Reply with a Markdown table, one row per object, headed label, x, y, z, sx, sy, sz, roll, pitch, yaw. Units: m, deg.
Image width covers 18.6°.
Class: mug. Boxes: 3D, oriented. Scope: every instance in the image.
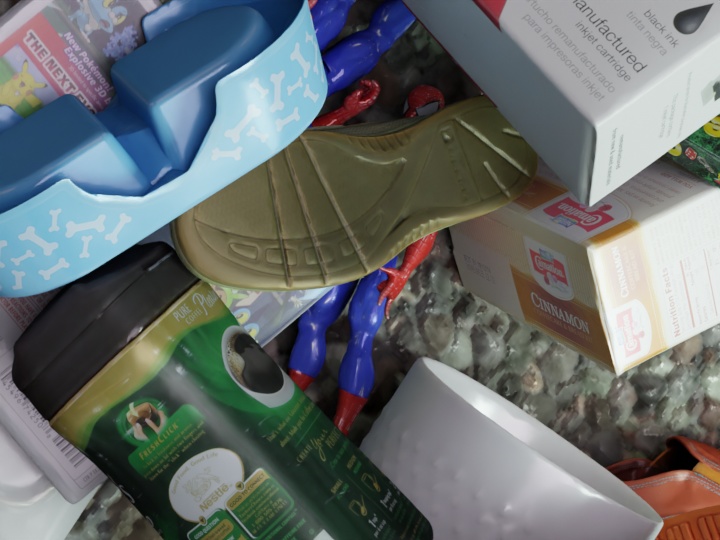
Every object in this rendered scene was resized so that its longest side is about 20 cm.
| label | x | y | z | sx | sy | sz | roll | pitch | yaw |
| --- | --- | --- | --- | --- | --- | --- | --- | --- | --- |
| mug | 0.059 | 0.169 | 1.078 | 0.176 | 0.200 | 0.147 | -57 | 147 | 5 |

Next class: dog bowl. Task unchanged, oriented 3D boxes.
| label | x | y | z | sx | sy | sz | roll | pitch | yaw |
| --- | --- | --- | --- | --- | --- | --- | --- | --- | --- |
| dog bowl | -0.101 | -0.059 | 0.967 | 0.199 | 0.111 | 0.050 | -34 | 119 | -8 |

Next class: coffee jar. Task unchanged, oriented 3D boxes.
| label | x | y | z | sx | sy | sz | roll | pitch | yaw |
| --- | --- | --- | --- | --- | --- | --- | --- | --- | --- |
| coffee jar | -0.063 | 0.080 | 0.979 | 0.085 | 0.104 | 0.200 | -42 | 91 | 17 |

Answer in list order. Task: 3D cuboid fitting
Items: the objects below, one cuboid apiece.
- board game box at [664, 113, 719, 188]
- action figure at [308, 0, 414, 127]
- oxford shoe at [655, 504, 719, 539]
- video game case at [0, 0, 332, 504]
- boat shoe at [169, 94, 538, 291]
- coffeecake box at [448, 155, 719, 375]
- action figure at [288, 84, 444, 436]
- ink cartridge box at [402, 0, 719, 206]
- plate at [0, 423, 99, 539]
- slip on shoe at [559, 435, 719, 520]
| label | x | y | z | sx | sy | sz | roll | pitch | yaw |
| --- | --- | --- | --- | --- | --- | --- | --- | --- | --- |
| board game box | 0.151 | -0.109 | 1.074 | 0.105 | 0.200 | 0.024 | -41 | 152 | -29 |
| action figure | -0.023 | -0.105 | 1.094 | 0.200 | 0.052 | 0.066 | -44 | 113 | -11 |
| oxford shoe | 0.174 | 0.174 | 1.143 | 0.073 | 0.200 | 0.072 | 4 | 59 | -36 |
| video game case | -0.128 | -0.022 | 1.030 | 0.182 | 0.023 | 0.200 | -40 | 107 | -6 |
| boat shoe | -0.009 | -0.036 | 1.031 | 0.200 | 0.063 | 0.074 | -22 | 97 | -33 |
| coffeecake box | 0.164 | -0.039 | 1.120 | 0.199 | 0.153 | 0.073 | -25 | 115 | -19 |
| action figure | 0.000 | 0.000 | 1.109 | 0.052 | 0.065 | 0.201 | 31 | 79 | -59 |
| ink cartridge box | 0.137 | -0.151 | 1.008 | 0.200 | 0.083 | 0.147 | -36 | 69 | -12 |
| plate | -0.175 | 0.020 | 1.056 | 0.199 | 0.032 | 0.200 | 40 | 79 | -19 |
| slip on shoe | 0.187 | 0.120 | 1.194 | 0.199 | 0.074 | 0.062 | -5 | 93 | -17 |
